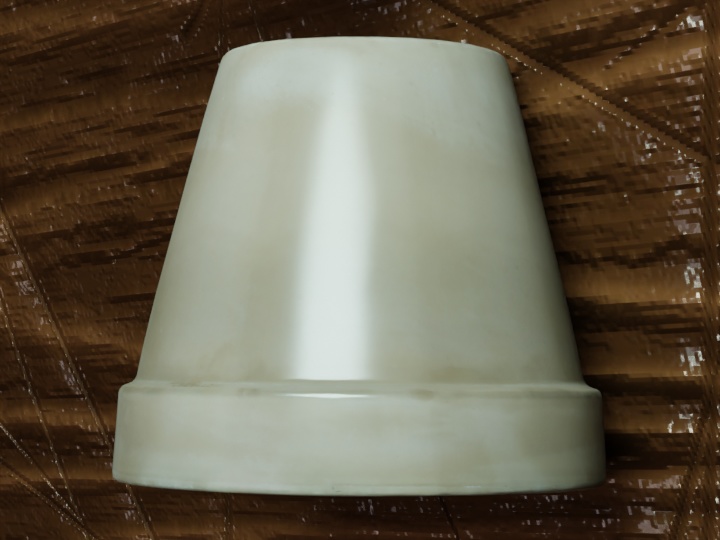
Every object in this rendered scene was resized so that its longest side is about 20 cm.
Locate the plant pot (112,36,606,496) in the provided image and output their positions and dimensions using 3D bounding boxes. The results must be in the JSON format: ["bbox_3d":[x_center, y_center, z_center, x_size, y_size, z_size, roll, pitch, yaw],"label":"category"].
[{"bbox_3d":[0.000,0.000,0.926,0.199,0.199,0.175,-4,84,51],"label":"plant pot"}]
